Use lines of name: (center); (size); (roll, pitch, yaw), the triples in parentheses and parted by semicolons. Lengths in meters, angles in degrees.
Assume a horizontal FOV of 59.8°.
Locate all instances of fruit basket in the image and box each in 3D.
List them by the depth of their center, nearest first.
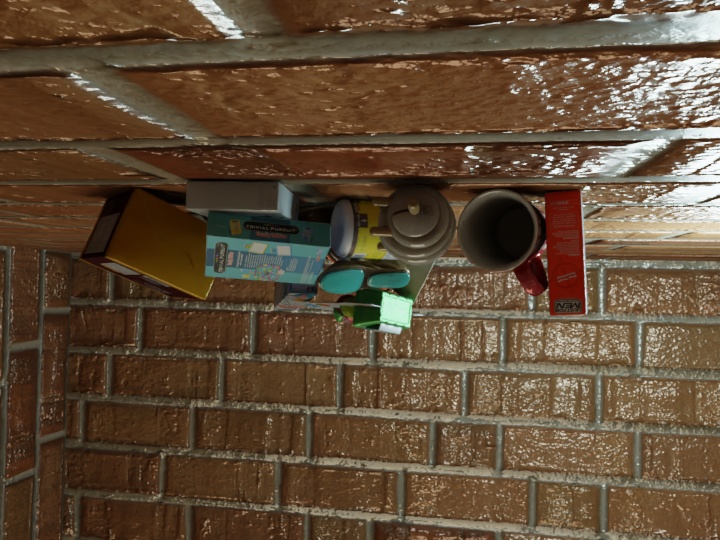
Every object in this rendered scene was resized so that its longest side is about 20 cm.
fruit basket: (0.003, 0.091, 1.339); (0.199, 0.094, 0.185); (-10, 162, 39)

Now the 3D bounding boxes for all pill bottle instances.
pill bottle: (0.049, -0.076, 1.194); (0.199, 0.110, 0.109); (2, 178, -20)

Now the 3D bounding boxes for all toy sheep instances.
toy sheep: (0.086, -0.073, 0.995); (0.137, 0.139, 0.200); (1, 172, 10)

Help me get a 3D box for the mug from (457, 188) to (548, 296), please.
mug: (0.263, -0.046, 1.098); (0.133, 0.179, 0.200); (-2, -178, 26)

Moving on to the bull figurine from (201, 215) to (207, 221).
bull figurine: (-0.269, -0.104, 1.308); (0.199, 0.066, 0.121); (6, 180, -42)

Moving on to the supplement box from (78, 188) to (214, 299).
supplement box: (-0.395, -0.044, 1.199); (0.197, 0.134, 0.199); (29, 163, -34)

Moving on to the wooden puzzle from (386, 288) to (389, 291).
wooden puzzle: (0.002, -0.028, 1.462); (0.046, 0.185, 0.200); (-40, -178, 15)

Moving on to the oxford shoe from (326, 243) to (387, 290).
oxford shoe: (0.000, -0.033, 1.264); (0.199, 0.071, 0.073); (27, 121, -33)

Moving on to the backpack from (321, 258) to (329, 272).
backpack: (-0.177, -0.055, 1.501); (0.199, 0.155, 0.176); (10, -175, 25)

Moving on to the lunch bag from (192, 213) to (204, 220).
lunch bag: (-0.353, -0.092, 1.532); (0.159, 0.078, 0.200); (1, 178, 32)

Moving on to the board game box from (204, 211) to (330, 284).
board game box: (-0.162, -0.034, 1.070); (0.198, 0.047, 0.151); (5, 153, -13)

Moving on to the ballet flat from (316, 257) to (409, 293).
ballet flat: (0.000, 0.000, 1.199); (0.199, 0.068, 0.073); (-5, -137, -25)

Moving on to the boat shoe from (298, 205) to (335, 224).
boat shoe: (-0.093, -0.106, 1.281); (0.198, 0.073, 0.072); (-6, -153, 7)

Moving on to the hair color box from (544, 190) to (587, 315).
hair color box: (0.346, -0.026, 1.052); (0.061, 0.202, 0.101); (-3, 176, 20)

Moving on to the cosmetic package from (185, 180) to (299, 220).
cosmetic package: (-0.196, -0.115, 1.079); (0.150, 0.052, 0.200); (3, 179, 4)

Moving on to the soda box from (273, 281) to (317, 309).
soda box: (-0.145, 0.037, 1.369); (0.063, 0.069, 0.200); (2, 167, -16)

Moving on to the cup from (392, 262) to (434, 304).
cup: (0.098, -0.044, 1.388); (0.143, 0.201, 0.200); (26, -179, 6)
